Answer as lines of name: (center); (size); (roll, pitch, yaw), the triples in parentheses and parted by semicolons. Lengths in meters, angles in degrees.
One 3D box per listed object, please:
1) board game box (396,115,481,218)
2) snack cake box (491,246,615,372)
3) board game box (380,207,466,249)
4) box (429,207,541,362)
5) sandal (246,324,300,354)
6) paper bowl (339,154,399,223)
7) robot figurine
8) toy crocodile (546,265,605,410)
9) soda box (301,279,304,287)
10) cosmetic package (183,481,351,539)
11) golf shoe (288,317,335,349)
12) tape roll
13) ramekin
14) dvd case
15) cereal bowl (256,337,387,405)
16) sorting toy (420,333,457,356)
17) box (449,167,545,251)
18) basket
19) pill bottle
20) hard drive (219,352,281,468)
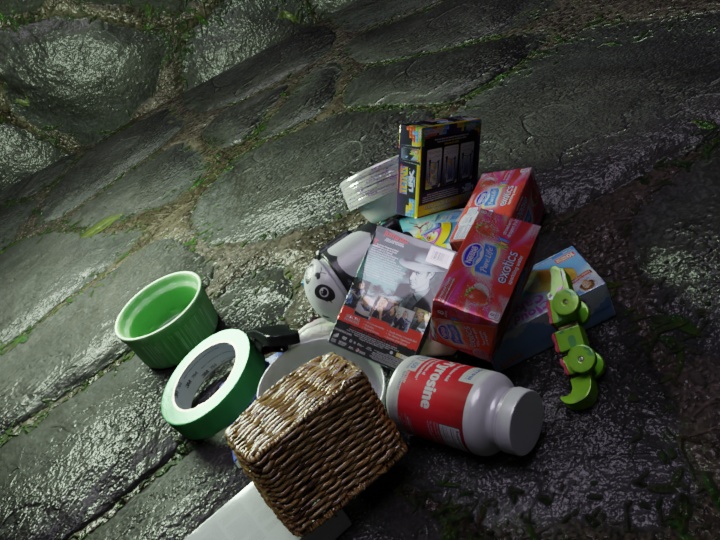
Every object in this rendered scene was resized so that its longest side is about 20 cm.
board game box: (0.149, -0.199, 1.487); (0.056, 0.167, 0.199); (18, 23, 37)
snack cake box: (0.267, 0.058, 1.201); (0.199, 0.068, 0.115); (-27, 31, 2)
board game box: (0.112, -0.044, 1.480); (0.198, 0.047, 0.152); (-7, 38, 30)
box: (0.182, 0.018, 1.143); (0.099, 0.096, 0.201); (19, 53, 18)
sandal: (-0.148, 0.120, 1.319); (0.074, 0.049, 0.200); (-5, 3, -14)
paper bowl: (0.066, -0.165, 1.588); (0.199, 0.105, 0.201); (-22, 2, 1)
robot figurine: (0.000, 0.000, 1.305); (0.199, 0.125, 0.150); (-34, 9, -8)
toy crocodile: (0.290, 0.090, 1.089); (0.061, 0.067, 0.202); (-19, 67, 24)
soda box: (-0.011, 0.033, 1.449); (0.199, 0.064, 0.068); (7, 45, 43)
cosmetic package: (-0.132, 0.364, 1.088); (0.199, 0.052, 0.150); (-38, 32, -16)
golf shoe: (-0.038, 0.122, 1.339); (0.198, 0.076, 0.092); (-25, 35, 6)
tape roll: (-0.258, 0.196, 1.376); (0.199, 0.048, 0.201); (-27, 34, 20)
ramekin: (-0.387, 0.104, 1.600); (0.198, 0.098, 0.201); (-20, 33, 13)
dvd case: (0.051, 0.043, 1.201); (0.145, 0.022, 0.202); (19, 82, 25)
cereal bowl: (-0.054, 0.202, 1.204); (0.198, 0.084, 0.201); (-6, 45, 6)
sorting toy: (0.112, 0.051, 1.253); (0.184, 0.037, 0.201); (-11, 39, 45)
box: (0.242, -0.081, 1.373); (0.099, 0.096, 0.201); (-3, 40, 33)
basket: (-0.065, 0.231, 1.076); (0.199, 0.150, 0.142); (-37, 23, -18)
pill bottle: (0.141, 0.186, 1.074); (0.199, 0.113, 0.112); (7, 46, 42)
hard drive: (-0.165, 0.228, 1.327); (0.131, 0.025, 0.200); (-29, 32, -1)
